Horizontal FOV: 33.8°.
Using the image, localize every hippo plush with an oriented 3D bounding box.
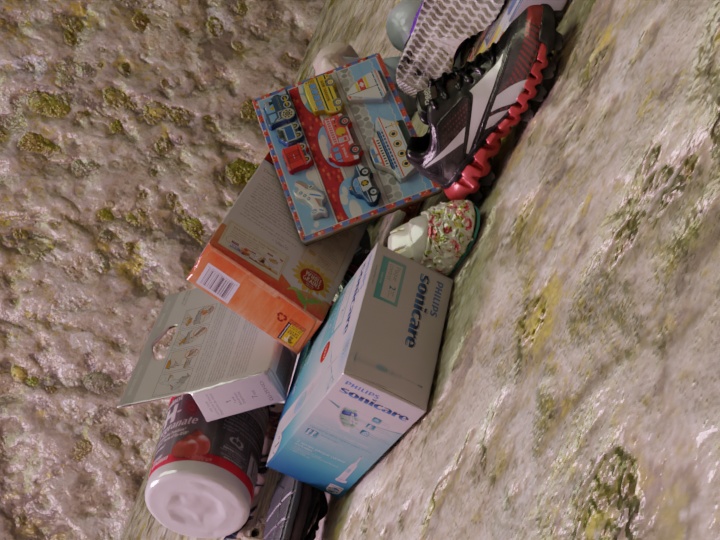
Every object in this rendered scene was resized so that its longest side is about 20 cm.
[{"bbox_3d":[0.059,-0.212,1.351,0.160,0.200,0.160,-37,37,12],"label":"hippo plush"}]

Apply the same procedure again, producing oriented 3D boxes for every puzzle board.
[{"bbox_3d":[-0.019,-0.132,1.227,0.017,0.149,0.202,70,179,-57],"label":"puzzle board"}]

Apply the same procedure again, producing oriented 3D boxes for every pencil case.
[{"bbox_3d":[-0.100,0.237,1.299,0.090,0.077,0.202,123,165,-45],"label":"pencil case"}]

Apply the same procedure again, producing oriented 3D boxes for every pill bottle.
[{"bbox_3d":[-0.155,0.171,1.259,0.202,0.109,0.111,-82,19,-47],"label":"pill bottle"}]

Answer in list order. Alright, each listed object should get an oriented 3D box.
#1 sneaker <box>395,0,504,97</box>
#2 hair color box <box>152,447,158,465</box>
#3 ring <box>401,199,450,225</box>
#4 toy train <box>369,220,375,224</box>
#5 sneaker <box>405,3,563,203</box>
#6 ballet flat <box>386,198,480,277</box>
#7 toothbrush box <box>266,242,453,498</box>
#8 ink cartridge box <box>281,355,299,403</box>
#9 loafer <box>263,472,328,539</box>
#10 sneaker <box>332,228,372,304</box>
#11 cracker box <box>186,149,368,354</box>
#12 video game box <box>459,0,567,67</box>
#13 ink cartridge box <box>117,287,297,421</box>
[{"bbox_3d":[0.093,-0.268,1.188,0.200,0.069,0.101,-52,17,54],"label":"sneaker"},{"bbox_3d":[-0.160,0.154,1.415,0.064,0.109,0.203,149,142,-72],"label":"hair color box"},{"bbox_3d":[0.074,-0.079,1.260,0.200,0.019,0.203,-157,89,-80],"label":"ring"},{"bbox_3d":[-0.021,-0.113,1.534,0.200,0.113,0.086,146,146,-70],"label":"toy train"},{"bbox_3d":[0.105,-0.157,1.067,0.202,0.097,0.071,-60,11,28],"label":"sneaker"},{"bbox_3d":[0.047,-0.010,1.131,0.200,0.063,0.077,130,144,-58],"label":"ballet flat"},{"bbox_3d":[-0.002,0.097,1.100,0.200,0.084,0.148,-51,18,50],"label":"toothbrush box"},{"bbox_3d":[-0.079,0.161,1.435,0.110,0.050,0.202,-85,20,-57],"label":"ink cartridge box"},{"bbox_3d":[-0.050,0.216,1.177,0.072,0.062,0.202,-51,23,46],"label":"loafer"},{"bbox_3d":[0.000,0.000,1.345,0.074,0.081,0.201,-32,23,16],"label":"sneaker"},{"bbox_3d":[-0.078,-0.024,1.207,0.058,0.133,0.201,-51,8,36],"label":"cracker box"},{"bbox_3d":[0.161,-0.274,1.169,0.183,0.046,0.202,-82,18,-60],"label":"video game box"},{"bbox_3d":[-0.146,0.077,1.250,0.174,0.045,0.201,-16,30,19],"label":"ink cartridge box"}]
